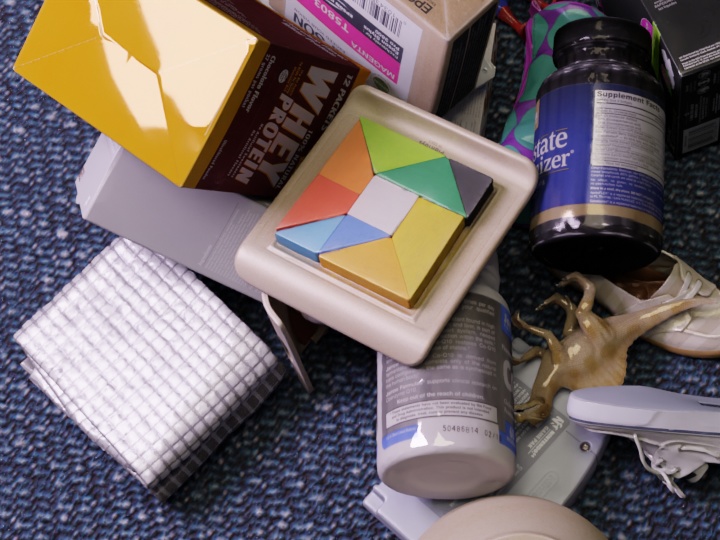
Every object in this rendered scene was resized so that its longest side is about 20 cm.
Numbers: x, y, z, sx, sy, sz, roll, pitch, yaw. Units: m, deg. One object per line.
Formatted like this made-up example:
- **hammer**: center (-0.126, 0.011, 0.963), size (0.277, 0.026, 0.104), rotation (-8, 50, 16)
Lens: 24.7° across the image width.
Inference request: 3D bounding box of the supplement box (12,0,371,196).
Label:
- **supplement box**: center (-0.137, -0.168, 1.379), size (0.197, 0.200, 0.133), rotation (34, 104, 22)

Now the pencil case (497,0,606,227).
- **pencil case**: center (0.170, -0.144, 1.495), size (0.092, 0.085, 0.201), rotation (20, 68, 1)

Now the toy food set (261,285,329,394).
- **toy food set**: center (0.000, 0.000, 1.419), size (0.060, 0.144, 0.200), rotation (34, 74, 24)

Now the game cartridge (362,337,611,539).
- **game cartridge**: center (0.116, 0.167, 1.383), size (0.133, 0.041, 0.200), rotation (39, 76, 27)

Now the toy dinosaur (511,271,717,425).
- **toy dinosaur**: center (0.194, 0.056, 1.392), size (0.200, 0.058, 0.101), rotation (-33, 77, -11)

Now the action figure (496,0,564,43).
- **action figure**: center (0.109, -0.316, 1.583), size (0.065, 0.099, 0.200), rotation (-39, 63, -12)

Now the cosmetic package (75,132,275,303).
- **cosmetic package**: center (-0.141, -0.053, 1.425), size (0.090, 0.200, 0.107), rotation (-57, 24, 10)

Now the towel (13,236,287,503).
- **towel**: center (-0.186, 0.081, 1.445), size (0.200, 0.086, 0.166), rotation (41, 80, 24)

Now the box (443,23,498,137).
- **box**: center (0.096, -0.139, 1.529), size (0.041, 0.039, 0.201), rotation (4, 65, 11)

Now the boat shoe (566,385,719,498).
- **boat shoe**: center (0.265, 0.147, 1.345), size (0.201, 0.075, 0.086), rotation (6, 100, -6)

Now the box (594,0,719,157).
- **box**: center (0.300, -0.235, 1.481), size (0.124, 0.149, 0.201), rotation (-20, 63, -1)

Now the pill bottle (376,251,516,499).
- **pill bottle**: center (0.069, 0.076, 1.351), size (0.113, 0.114, 0.201), rotation (-3, 62, 7)

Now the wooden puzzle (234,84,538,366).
- **wooden puzzle**: center (0.020, -0.044, 1.335), size (0.185, 0.037, 0.200), rotation (26, 71, 20)

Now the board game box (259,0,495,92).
- **board game box**: center (-0.012, -0.200, 1.509), size (0.200, 0.026, 0.200), rotation (-32, 73, -17)

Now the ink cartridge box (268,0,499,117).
- **ink cartridge box**: center (0.015, -0.236, 1.422), size (0.200, 0.165, 0.075), rotation (40, 68, 13)

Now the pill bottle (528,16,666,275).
- **pill bottle**: center (0.201, -0.106, 1.388), size (0.111, 0.112, 0.201), rotation (1, 71, 9)

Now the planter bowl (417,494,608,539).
- **planter bowl**: center (0.121, 0.264, 1.255), size (0.199, 0.135, 0.201), rotation (0, 75, 1)

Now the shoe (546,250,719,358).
- **shoe**: center (0.242, 0.013, 1.425), size (0.200, 0.053, 0.070), rotation (28, 72, 20)
